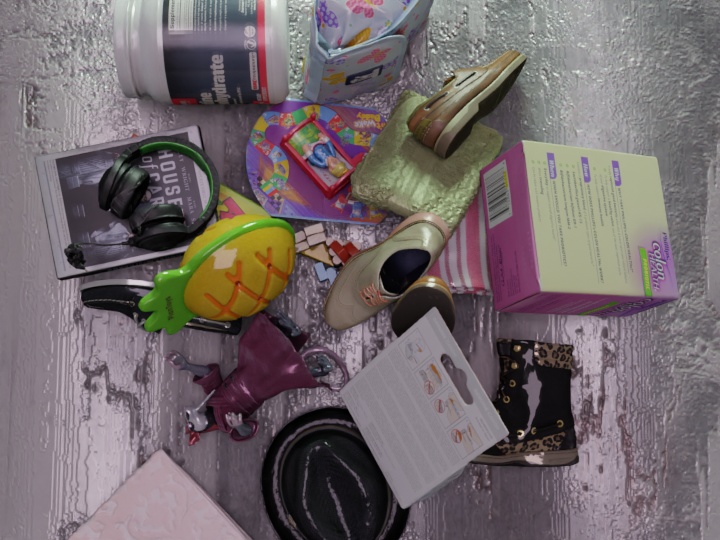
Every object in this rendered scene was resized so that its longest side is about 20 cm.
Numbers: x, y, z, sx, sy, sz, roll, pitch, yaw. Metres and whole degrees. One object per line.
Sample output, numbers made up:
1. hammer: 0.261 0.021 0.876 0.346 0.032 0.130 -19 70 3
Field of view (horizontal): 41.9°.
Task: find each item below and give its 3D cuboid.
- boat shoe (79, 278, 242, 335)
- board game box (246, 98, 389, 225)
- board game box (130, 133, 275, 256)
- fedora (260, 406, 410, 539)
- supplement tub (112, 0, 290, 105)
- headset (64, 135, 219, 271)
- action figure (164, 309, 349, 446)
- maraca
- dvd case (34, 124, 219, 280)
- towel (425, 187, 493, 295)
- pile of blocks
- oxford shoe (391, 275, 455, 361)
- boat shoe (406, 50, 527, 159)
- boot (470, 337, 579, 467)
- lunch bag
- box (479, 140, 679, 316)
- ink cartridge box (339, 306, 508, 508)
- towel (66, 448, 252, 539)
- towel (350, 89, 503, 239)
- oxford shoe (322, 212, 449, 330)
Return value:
1. boat shoe: -0.241 0.046 1.137 0.198 0.076 0.061 2 79 -1
2. board game box: -0.039 -0.142 1.156 0.198 0.039 0.159 5 74 -11
3. board game box: -0.216 -0.073 1.163 0.199 0.048 0.102 30 84 1
4. fedora: -0.029 0.263 1.114 0.199 0.092 0.202 0 85 -2
5. supplement tub: -0.186 -0.271 1.136 0.198 0.140 0.142 -1 85 -2
6. headset: -0.250 -0.073 1.067 0.200 0.094 0.124 -42 88 -16
7. action figure: -0.138 0.137 1.137 0.200 0.149 0.134 -42 62 14
8. maraca: -0.158 0.007 1.066 0.199 0.138 0.107 -29 59 -21
9. dvd case: -0.276 -0.082 1.126 0.198 0.025 0.152 -12 86 -2
10. towel: 0.157 -0.043 1.153 0.198 0.030 0.148 2 72 -11
11. pile of blocks: 0.000 0.000 1.156 0.199 0.062 0.083 17 84 0
12. oxford shoe: 0.076 0.048 1.090 0.071 0.200 0.072 15 64 6
13. boat shoe: 0.133 -0.221 1.152 0.068 0.072 0.200 36 55 12
14. boot: 0.171 0.158 1.141 0.198 0.073 0.152 4 86 -5
15. lunch bag: 0.008 -0.297 1.125 0.127 0.170 0.200 37 77 2
16. box: 0.254 -0.044 1.103 0.199 0.097 0.177 3 73 -25
17. ink cartridge box: 0.076 0.154 1.061 0.047 0.200 0.161 -11 64 -45
18. towel: -0.246 0.349 1.131 0.200 0.032 0.191 -43 87 -5
19. towel: 0.083 -0.131 1.144 0.148 0.037 0.201 25 53 4
20. oxford shoe: 0.018 0.012 1.086 0.071 0.074 0.200 39 122 -9
